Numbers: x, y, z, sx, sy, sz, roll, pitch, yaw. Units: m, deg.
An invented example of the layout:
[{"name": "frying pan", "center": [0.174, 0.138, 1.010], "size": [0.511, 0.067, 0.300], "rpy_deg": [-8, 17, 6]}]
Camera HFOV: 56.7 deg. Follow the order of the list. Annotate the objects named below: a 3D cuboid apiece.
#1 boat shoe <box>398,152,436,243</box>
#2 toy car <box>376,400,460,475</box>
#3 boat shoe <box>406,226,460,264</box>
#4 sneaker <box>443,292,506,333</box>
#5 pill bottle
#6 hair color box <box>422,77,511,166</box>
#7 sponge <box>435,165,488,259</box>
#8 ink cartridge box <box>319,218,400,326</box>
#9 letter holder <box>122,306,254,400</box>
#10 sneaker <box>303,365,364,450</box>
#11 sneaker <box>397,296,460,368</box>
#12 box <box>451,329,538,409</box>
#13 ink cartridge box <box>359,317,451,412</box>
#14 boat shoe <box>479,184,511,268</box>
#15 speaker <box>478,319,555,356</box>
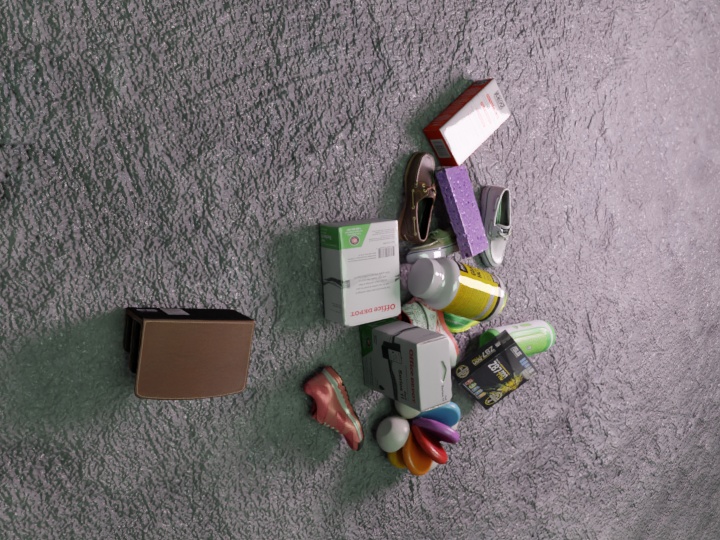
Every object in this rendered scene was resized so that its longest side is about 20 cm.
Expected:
[{"name": "boat shoe", "center": [0.134, -0.157, 1.443], "size": [0.070, 0.070, 0.200], "rpy_deg": [7, 92, -34]}, {"name": "toy car", "center": [0.148, 0.358, 1.478], "size": [0.175, 0.150, 0.200], "rpy_deg": [39, 74, -32]}, {"name": "boat shoe", "center": [0.172, -0.061, 1.493], "size": [0.200, 0.072, 0.062], "rpy_deg": [-18, 93, -42]}, {"name": "sneaker", "center": [0.268, 0.078, 1.567], "size": [0.200, 0.074, 0.084], "rpy_deg": [-28, 116, -28]}, {"name": "pill bottle", "center": [0.205, 0.038, 1.436], "size": [0.200, 0.112, 0.113], "rpy_deg": [17, 87, -32]}, {"name": "hair color box", "center": [0.241, -0.332, 1.497], "size": [0.200, 0.061, 0.102], "rpy_deg": [-44, 118, -21]}, {"name": "sponge", "center": [0.230, -0.132, 1.489], "size": [0.112, 0.030, 0.200], "rpy_deg": [-25, 98, -56]}, {"name": "ink cartridge box", "center": [0.000, 0.000, 1.362], "size": [0.146, 0.084, 0.200], "rpy_deg": [-9, 102, -34]}, {"name": "letter holder", "center": [-0.302, 0.144, 1.166], "size": [0.200, 0.101, 0.142], "rpy_deg": [4, 97, -35]}, {"name": "sneaker", "center": [-0.059, 0.296, 1.386], "size": [0.087, 0.074, 0.200], "rpy_deg": [-26, 108, -15]}, {"name": "sneaker", "center": [0.148, 0.151, 1.500], "size": [0.108, 0.067, 0.202], "rpy_deg": [-29, 109, -27]}, {"name": "box", "center": [0.318, 0.238, 1.570], "size": [0.161, 0.049, 0.200], "rpy_deg": [-38, 139, 5]}, {"name": "ink cartridge box", "center": [0.091, 0.190, 1.382], "size": [0.083, 0.200, 0.147], "rpy_deg": [-12, 103, -33]}, {"name": "boat shoe", "center": [0.323, -0.101, 1.583], "size": [0.073, 0.067, 0.200], "rpy_deg": [-15, 105, -32]}, {"name": "speaker", "center": [0.391, 0.174, 1.661], "size": [0.200, 0.088, 0.089], "rpy_deg": [-6, 100, -34]}]
